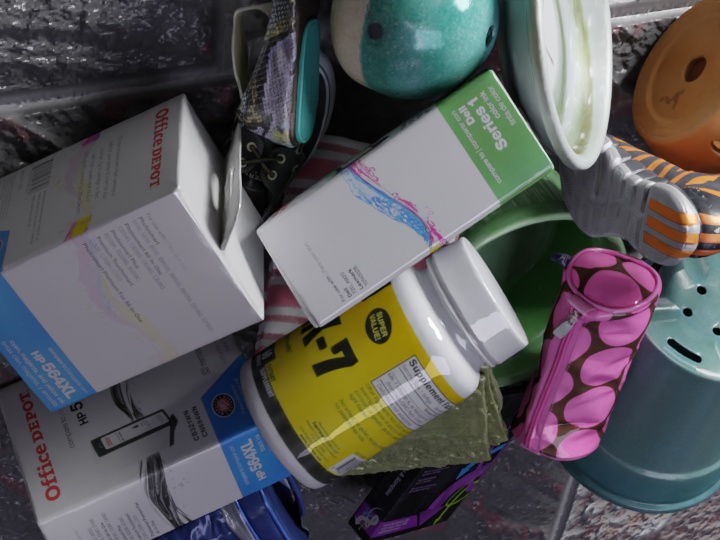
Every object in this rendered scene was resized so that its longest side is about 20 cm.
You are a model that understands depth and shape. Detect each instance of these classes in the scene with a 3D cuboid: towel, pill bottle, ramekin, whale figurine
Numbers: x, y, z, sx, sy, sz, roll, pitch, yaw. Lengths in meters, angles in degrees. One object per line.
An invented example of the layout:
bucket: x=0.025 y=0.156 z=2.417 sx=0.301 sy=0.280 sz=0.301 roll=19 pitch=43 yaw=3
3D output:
towel: x=0.024 y=0.126 z=1.324 sx=0.198 sy=0.037 sz=0.149 roll=-8 pitch=142 yaw=6
pill bottle: x=0.019 y=0.067 z=1.165 sx=0.199 sy=0.115 sz=0.114 roll=-33 pitch=139 yaw=9
ramekin: x=0.119 y=-0.002 z=1.325 sx=0.198 sy=0.098 sz=0.201 roll=-16 pitch=137 yaw=-15
towel: x=0.000 y=0.000 z=1.216 sx=0.145 sy=0.030 sz=0.202 roll=11 pitch=107 yaw=-1
whale figurine: x=0.055 y=-0.213 z=1.056 sx=0.159 sy=0.103 sz=0.201 roll=-23 pitch=135 yaw=-62

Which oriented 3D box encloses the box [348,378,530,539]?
box: x=0.089 y=0.179 z=1.507 sx=0.142 sy=0.036 sz=0.201 roll=-4 pitch=134 yaw=-51

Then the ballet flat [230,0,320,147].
ballet flat: x=-0.052 y=-0.187 z=1.057 sx=0.072 sy=0.072 sz=0.202 roll=2 pitch=107 yaw=-31

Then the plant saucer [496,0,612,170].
plant saucer: x=0.138 y=-0.173 z=1.131 sx=0.050 sy=0.201 sz=0.200 roll=-2 pitch=146 yaw=24

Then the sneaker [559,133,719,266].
sneaker: x=0.239 y=-0.055 z=1.194 sx=0.111 sy=0.200 sz=0.078 roll=-3 pitch=116 yaw=-24

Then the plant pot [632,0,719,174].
plant pot: x=0.317 y=-0.132 z=1.255 sx=0.139 sy=0.201 sz=0.200 roll=29 pitch=114 yaw=-27

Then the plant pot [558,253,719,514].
plant pot: x=0.285 y=0.086 z=1.403 sx=0.199 sy=0.201 sz=0.197 roll=-10 pitch=148 yaw=-21

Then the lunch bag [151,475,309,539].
lunch bag: x=-0.117 y=0.211 z=1.370 sx=0.131 sy=0.136 sz=0.201 roll=-24 pitch=140 yaw=-2

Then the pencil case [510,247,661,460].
pencil case: x=0.183 y=0.076 z=1.300 sx=0.094 sy=0.090 sz=0.201 roll=-43 pitch=153 yaw=-43

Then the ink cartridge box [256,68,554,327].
ink cartridge box: x=0.032 y=-0.056 z=1.114 sx=0.199 sy=0.145 sz=0.084 roll=-34 pitch=95 yaw=7

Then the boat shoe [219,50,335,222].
boat shoe: x=-0.076 y=-0.077 z=1.153 sx=0.068 sy=0.057 sz=0.201 roll=25 pitch=122 yaw=-9

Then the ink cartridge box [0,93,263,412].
ink cartridge box: x=-0.159 y=-0.017 z=1.078 sx=0.199 sy=0.129 sz=0.126 roll=-22 pitch=125 yaw=12

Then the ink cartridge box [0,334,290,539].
ink cartridge box: x=-0.177 y=0.132 z=1.252 sx=0.199 sy=0.146 sz=0.085 roll=-23 pitch=140 yaw=-8
